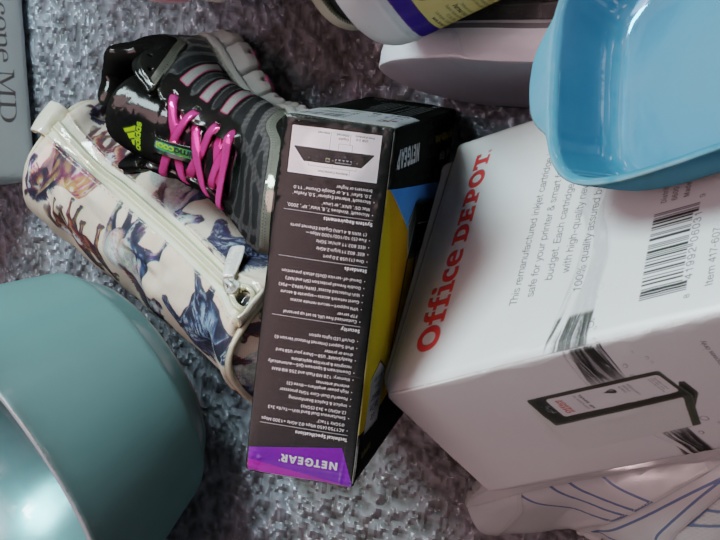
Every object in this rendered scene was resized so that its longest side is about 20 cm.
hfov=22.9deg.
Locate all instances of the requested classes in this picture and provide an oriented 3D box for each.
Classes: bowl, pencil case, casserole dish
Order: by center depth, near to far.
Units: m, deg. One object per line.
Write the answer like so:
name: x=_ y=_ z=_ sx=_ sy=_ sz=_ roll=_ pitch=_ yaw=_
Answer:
casserole dish: x=0.149 y=-0.094 z=0.668 sx=0.200 sy=0.039 sz=0.121 roll=-20 pitch=56 yaw=44
pencil case: x=-0.100 y=-0.016 z=0.952 sx=0.200 sy=0.078 sz=0.090 roll=39 pitch=158 yaw=30
bowl: x=-0.158 y=0.082 z=0.963 sx=0.201 sy=0.105 sz=0.201 roll=39 pitch=148 yaw=30

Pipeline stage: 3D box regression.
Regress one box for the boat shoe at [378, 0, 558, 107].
boat shoe: x=0.099 y=-0.113 z=0.812 sx=0.200 sy=0.069 sz=0.057 roll=0 pitch=74 yaw=36

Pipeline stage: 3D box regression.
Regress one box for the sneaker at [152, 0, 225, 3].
sneaker: x=-0.083 y=-0.162 z=0.886 sx=0.075 sy=0.200 sz=0.105 roll=12 pitch=128 yaw=-3

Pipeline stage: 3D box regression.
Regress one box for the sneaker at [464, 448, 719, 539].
sneaker: x=0.130 y=0.100 z=0.791 sx=0.200 sy=0.074 sz=0.087 roll=-19 pitch=95 yaw=41

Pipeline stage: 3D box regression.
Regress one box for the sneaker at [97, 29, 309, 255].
sneaker: x=-0.081 y=-0.065 z=0.893 sx=0.200 sy=0.087 sz=0.074 roll=-125 pitch=39 yaw=-51

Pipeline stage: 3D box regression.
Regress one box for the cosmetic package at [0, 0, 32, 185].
cosmetic package: x=-0.323 y=-0.125 z=1.047 sx=0.165 sy=0.200 sz=0.165 roll=-5 pitch=90 yaw=38

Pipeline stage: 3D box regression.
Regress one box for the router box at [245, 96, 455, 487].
router box: x=0.000 y=0.000 z=0.805 sx=0.051 sy=0.200 sz=0.149 roll=9 pitch=99 yaw=9

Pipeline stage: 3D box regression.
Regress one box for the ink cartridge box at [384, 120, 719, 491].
ink cartridge box: x=0.123 y=-0.002 z=0.739 sx=0.200 sy=0.084 sz=0.146 roll=-17 pitch=42 yaw=38

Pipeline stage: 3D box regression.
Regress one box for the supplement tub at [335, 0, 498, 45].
supplement tub: x=0.066 y=-0.198 z=0.749 sx=0.200 sy=0.145 sz=0.146 roll=-25 pitch=77 yaw=14

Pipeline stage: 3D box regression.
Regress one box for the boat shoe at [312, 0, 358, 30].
boat shoe: x=0.010 y=-0.219 z=0.863 sx=0.066 sy=0.074 sz=0.200 roll=-1 pitch=83 yaw=50
